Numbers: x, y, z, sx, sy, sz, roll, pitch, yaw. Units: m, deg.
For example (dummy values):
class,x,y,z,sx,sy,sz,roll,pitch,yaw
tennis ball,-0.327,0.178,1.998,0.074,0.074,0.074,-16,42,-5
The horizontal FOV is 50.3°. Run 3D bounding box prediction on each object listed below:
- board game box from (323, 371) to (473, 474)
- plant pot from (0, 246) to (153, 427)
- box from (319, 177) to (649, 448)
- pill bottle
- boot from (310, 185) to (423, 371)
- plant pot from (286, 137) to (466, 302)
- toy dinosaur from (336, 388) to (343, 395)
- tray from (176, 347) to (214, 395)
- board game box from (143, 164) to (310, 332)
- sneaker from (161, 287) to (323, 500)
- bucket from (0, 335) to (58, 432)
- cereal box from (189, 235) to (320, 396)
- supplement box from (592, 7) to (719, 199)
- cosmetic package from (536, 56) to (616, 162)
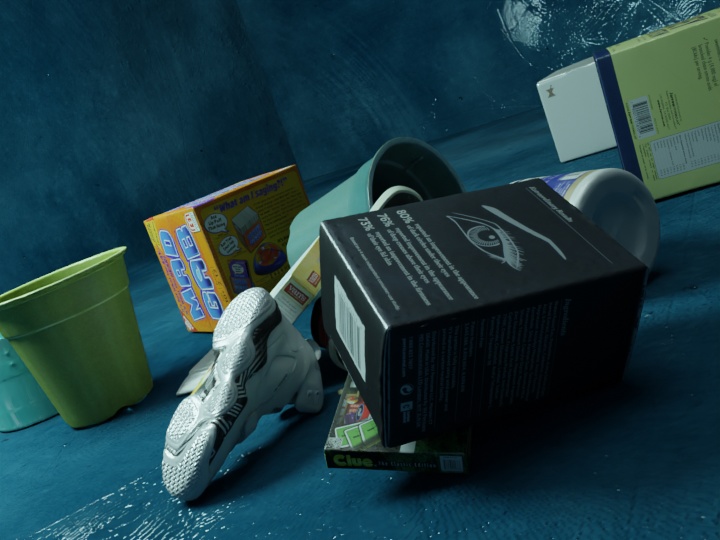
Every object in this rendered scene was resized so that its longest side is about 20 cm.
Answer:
class,x,y,z,sx,sy,sz,roll,pitch,yaw
board game box,0.043,0.079,0.612,0.103,0.024,0.201,0,32,13
plant pot,-0.365,0.095,1.014,0.197,0.192,0.200,-21,11,4
box,0.083,0.022,0.570,0.197,0.106,0.148,-11,34,-15
pill bottle,0.197,-0.038,0.802,0.119,0.121,0.199,-26,12,-24
boot,0.000,0.000,0.853,0.072,0.202,0.144,21,1,-18
plant pot,0.017,-0.044,1.005,0.195,0.202,0.200,-20,9,44
toy dinosaur,0.075,0.081,0.686,0.198,0.048,0.088,-27,9,-4
tray,-0.167,0.106,1.037,0.106,0.022,0.200,-19,12,17
board game box,-0.197,-0.033,1.258,0.199,0.202,0.199,-28,14,-35
sneaker,-0.098,0.127,0.709,0.074,0.115,0.202,-10,50,43
bucket,-0.494,0.140,1.170,0.204,0.136,0.207,-20,13,5
cereal box,-0.102,0.058,0.855,0.200,0.039,0.144,-48,6,23
supplement box,0.430,-0.220,1.006,0.197,0.203,0.134,-15,14,20
cosmetic package,0.473,-0.338,1.541,0.165,0.168,0.200,-14,13,30
